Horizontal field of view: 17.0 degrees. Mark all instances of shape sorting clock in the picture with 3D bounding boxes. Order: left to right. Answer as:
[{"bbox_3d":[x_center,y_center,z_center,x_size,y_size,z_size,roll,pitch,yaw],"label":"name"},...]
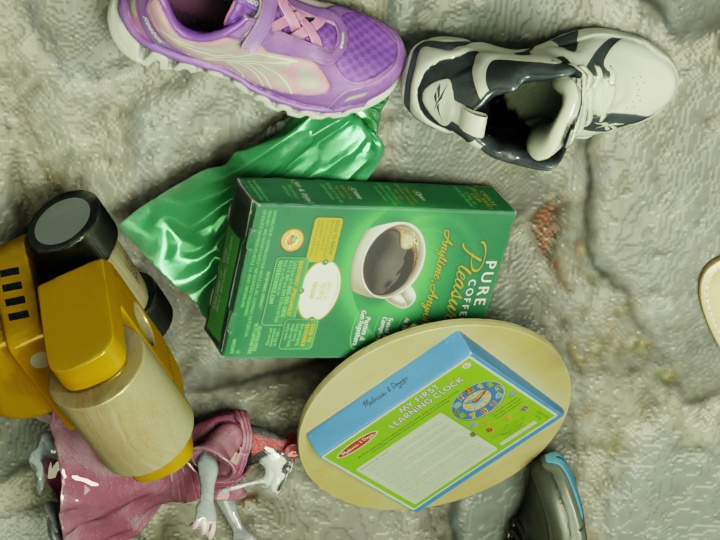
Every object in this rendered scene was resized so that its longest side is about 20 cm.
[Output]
[{"bbox_3d":[0.052,0.102,1.711,0.200,0.039,0.200,-12,142,-10],"label":"shape sorting clock"}]

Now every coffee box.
[{"bbox_3d":[0.000,0.000,1.651,0.200,0.044,0.123,0,119,-26],"label":"coffee box"}]

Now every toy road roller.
[{"bbox_3d":[-0.204,0.059,1.618,0.146,0.200,0.123,-26,133,6],"label":"toy road roller"}]

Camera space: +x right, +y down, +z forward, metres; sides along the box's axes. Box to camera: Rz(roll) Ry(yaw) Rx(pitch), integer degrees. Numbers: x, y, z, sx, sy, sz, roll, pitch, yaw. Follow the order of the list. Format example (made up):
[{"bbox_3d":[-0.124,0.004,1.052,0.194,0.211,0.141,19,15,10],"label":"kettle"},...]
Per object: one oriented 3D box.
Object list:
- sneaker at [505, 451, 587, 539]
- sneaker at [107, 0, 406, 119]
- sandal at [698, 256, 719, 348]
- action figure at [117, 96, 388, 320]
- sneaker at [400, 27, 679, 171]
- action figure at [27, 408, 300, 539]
[{"bbox_3d":[0.124,0.228,1.781,0.082,0.073,0.200,0,113,-2],"label":"sneaker"},{"bbox_3d":[-0.064,-0.159,1.578,0.200,0.088,0.081,13,71,-10],"label":"sneaker"},{"bbox_3d":[0.317,0.083,1.730,0.078,0.070,0.212,-29,112,9],"label":"sandal"},{"bbox_3d":[-0.054,-0.059,1.654,0.200,0.055,0.118,-42,108,11],"label":"action figure"},{"bbox_3d":[0.138,-0.108,1.586,0.199,0.130,0.080,5,112,-24],"label":"sneaker"},{"bbox_3d":[-0.134,0.138,1.731,0.200,0.134,0.149,-16,72,-10],"label":"action figure"}]
